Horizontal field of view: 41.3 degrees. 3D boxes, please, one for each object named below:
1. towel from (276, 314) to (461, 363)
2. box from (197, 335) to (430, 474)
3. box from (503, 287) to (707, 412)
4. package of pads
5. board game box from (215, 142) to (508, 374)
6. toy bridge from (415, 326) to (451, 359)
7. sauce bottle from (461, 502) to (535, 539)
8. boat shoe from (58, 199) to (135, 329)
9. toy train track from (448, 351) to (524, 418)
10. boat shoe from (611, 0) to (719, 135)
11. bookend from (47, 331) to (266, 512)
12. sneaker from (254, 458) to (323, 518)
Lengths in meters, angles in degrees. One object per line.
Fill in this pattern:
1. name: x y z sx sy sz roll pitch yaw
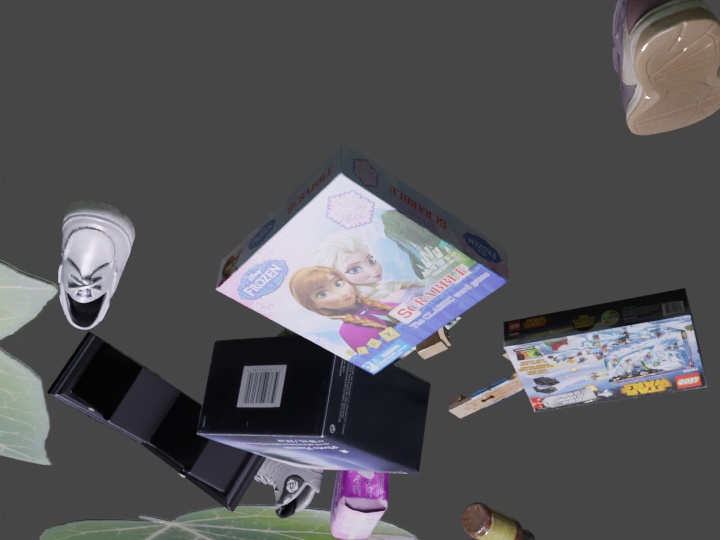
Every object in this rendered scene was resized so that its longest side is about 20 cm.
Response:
1. towel: 0.004 0.060 1.091 0.148 0.031 0.200 19 151 -21
2. box: -0.052 0.166 1.149 0.198 0.125 0.198 -6 156 37
3. box: 0.271 0.092 1.057 0.197 0.040 0.137 -11 136 20
4. package of pads: -0.001 0.348 1.520 0.075 0.122 0.201 7 152 -5
5. board game box: 0.000 0.000 0.893 0.198 0.042 0.200 30 132 -25
6. toy bridge: 0.042 0.017 0.965 0.067 0.027 0.200 -25 131 20
7. sauce bottle: 0.267 0.494 1.812 0.065 0.067 0.199 -18 143 35
8. boat shoe: -0.275 0.000 0.965 0.071 0.069 0.200 14 150 -18
9. toy train track: 0.187 0.129 1.167 0.114 0.033 0.199 34 132 -28
10. boat shoe: 0.204 -0.145 0.638 0.071 0.066 0.200 -16 166 17
11. bookend: -0.248 0.191 1.196 0.199 0.093 0.199 25 166 34
12. sneaker: -0.142 0.337 1.521 0.198 0.117 0.075 -16 146 33
